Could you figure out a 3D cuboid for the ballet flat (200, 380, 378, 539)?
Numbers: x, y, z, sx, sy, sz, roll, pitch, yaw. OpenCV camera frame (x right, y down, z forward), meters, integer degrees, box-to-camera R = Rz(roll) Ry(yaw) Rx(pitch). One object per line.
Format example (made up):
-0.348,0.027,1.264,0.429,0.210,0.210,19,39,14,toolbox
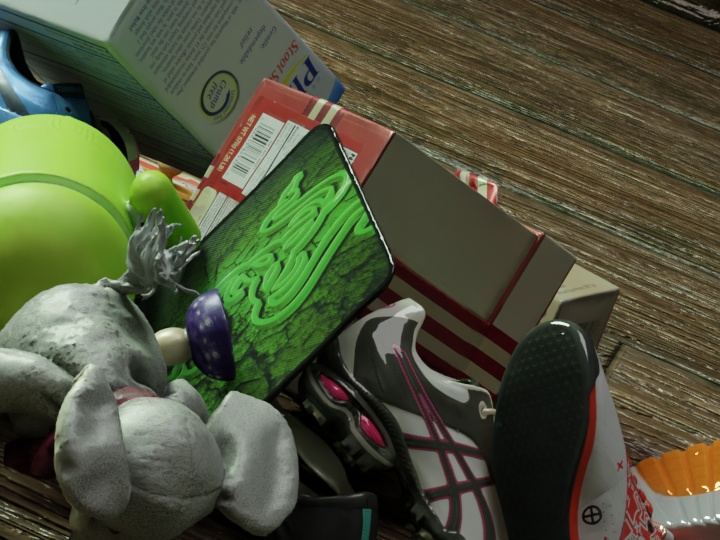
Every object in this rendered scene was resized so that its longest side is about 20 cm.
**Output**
-0.059,0.103,1.432,0.199,0.069,0.068,32,23,34,ballet flat

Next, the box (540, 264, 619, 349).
0.067,0.007,1.760,0.199,0.078,0.095,29,20,25,box

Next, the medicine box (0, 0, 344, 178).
-0.142,-0.155,1.703,0.182,0.103,0.200,22,-16,43,medicine box

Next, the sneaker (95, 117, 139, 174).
-0.227,-0.083,1.729,0.087,0.074,0.199,6,15,-42,sneaker

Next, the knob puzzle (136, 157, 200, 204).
-0.103,-0.044,1.843,0.218,0.031,0.220,26,10,-5,knob puzzle

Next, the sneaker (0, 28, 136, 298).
-0.192,-0.072,1.640,0.200,0.078,0.066,49,3,15,sneaker

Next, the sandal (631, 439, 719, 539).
0.169,0.150,1.478,0.205,0.059,0.079,-12,28,32,sandal

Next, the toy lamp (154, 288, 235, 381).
-0.168,0.054,1.370,0.198,0.059,0.058,-13,24,-7,toy lamp

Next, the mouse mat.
-0.068,0.023,1.429,0.008,0.200,0.161,37,17,-35,mouse mat

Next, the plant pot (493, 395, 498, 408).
0.037,0.062,1.736,0.199,0.028,0.200,19,18,-6,plant pot

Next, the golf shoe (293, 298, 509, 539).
0.053,0.110,1.398,0.200,0.088,0.077,51,-9,-9,golf shoe

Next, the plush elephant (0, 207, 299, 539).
-0.124,0.091,1.269,0.164,0.200,0.155,17,34,-35,plush elephant

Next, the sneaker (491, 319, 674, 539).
0.131,0.131,1.391,0.067,0.203,0.108,-11,-12,39,sneaker

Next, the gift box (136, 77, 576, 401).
0.000,0.000,1.539,0.186,0.185,0.200,34,1,-33,gift box

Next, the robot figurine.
-0.185,-0.017,1.468,0.174,0.116,0.200,-20,24,5,robot figurine
